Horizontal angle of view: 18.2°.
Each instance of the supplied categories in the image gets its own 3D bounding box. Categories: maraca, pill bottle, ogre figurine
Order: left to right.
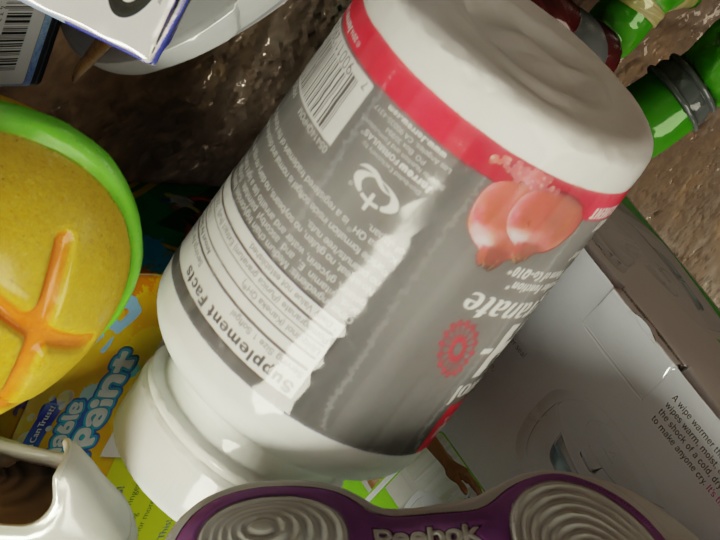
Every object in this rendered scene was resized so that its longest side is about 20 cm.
[{"bbox_3d":[-0.171,0.000,0.743,0.199,0.107,0.138,-10,132,-4],"label":"maraca"},{"bbox_3d":[0.000,0.000,0.772,0.110,0.111,0.200,8,126,-50],"label":"pill bottle"},{"bbox_3d":[0.068,-0.091,0.901,0.120,0.098,0.200,-52,146,10],"label":"ogre figurine"}]

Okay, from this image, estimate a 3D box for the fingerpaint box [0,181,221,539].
[{"bbox_3d":[-0.105,0.065,0.904,0.166,0.073,0.201,0,124,-47],"label":"fingerpaint box"}]

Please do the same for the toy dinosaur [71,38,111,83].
[{"bbox_3d":[-0.070,-0.140,0.691,0.060,0.106,0.201,-49,139,-29],"label":"toy dinosaur"}]

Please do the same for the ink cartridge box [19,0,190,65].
[{"bbox_3d":[-0.085,-0.144,0.583,0.137,0.199,0.076,-63,-174,10],"label":"ink cartridge box"}]

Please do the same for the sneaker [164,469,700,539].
[{"bbox_3d":[0.032,0.118,0.750,0.199,0.075,0.100,5,136,-2],"label":"sneaker"}]

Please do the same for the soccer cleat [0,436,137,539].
[{"bbox_3d":[-0.176,0.087,0.796,0.199,0.069,0.078,-3,131,13],"label":"soccer cleat"}]

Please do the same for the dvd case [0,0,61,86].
[{"bbox_3d":[-0.164,-0.119,0.697,0.199,0.018,0.143,-6,129,-43],"label":"dvd case"}]

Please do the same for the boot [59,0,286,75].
[{"bbox_3d":[-0.005,-0.123,0.787,0.199,0.074,0.095,-32,153,18],"label":"boot"}]

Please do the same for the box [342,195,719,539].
[{"bbox_3d":[0.071,0.083,0.848,0.177,0.200,0.097,-48,149,18],"label":"box"}]
